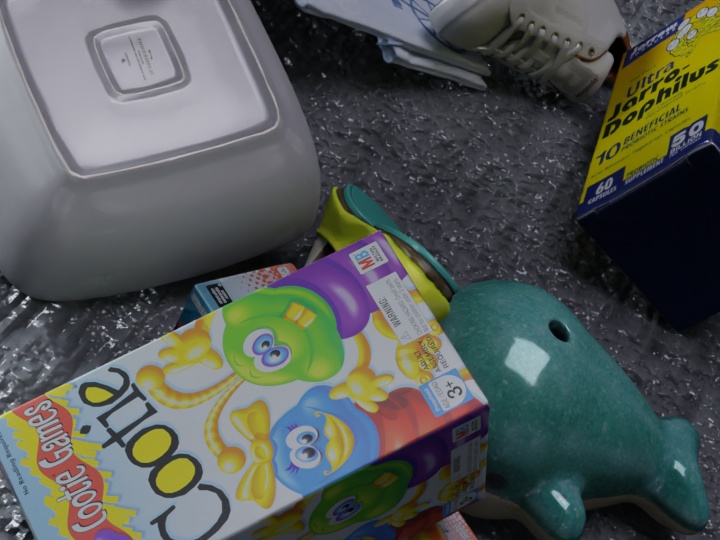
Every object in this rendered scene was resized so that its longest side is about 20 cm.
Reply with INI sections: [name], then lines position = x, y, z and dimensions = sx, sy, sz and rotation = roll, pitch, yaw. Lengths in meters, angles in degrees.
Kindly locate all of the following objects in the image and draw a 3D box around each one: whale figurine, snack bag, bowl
[whale figurine]
position = 0.114, 0.076, 1.004
dimensions = 0.198, 0.104, 0.160
rotation = 21, 41, -16
[snack bag]
position = -0.012, -0.210, 1.230
dimensions = 0.199, 0.021, 0.190
rotation = 11, 43, -49
[bowl]
position = -0.127, -0.095, 1.007
dimensions = 0.198, 0.075, 0.201
rotation = -16, 69, -24

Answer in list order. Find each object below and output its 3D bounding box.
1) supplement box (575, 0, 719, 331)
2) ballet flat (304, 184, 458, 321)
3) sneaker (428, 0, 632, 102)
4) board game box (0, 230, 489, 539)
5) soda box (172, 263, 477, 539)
[supplement box]
position = 0.228, -0.078, 1.195
dimensions = 0.110, 0.108, 0.201
rotation = 46, 37, -18
[ballet flat]
position = 0.000, 0.000, 1.017
dimensions = 0.067, 0.067, 0.200
rotation = 44, 2, -16
[sneaker]
position = 0.129, -0.160, 1.252
dimensions = 0.199, 0.073, 0.085
rotation = -8, 65, -49
[board game box]
position = -0.053, 0.087, 0.833
dimensions = 0.199, 0.103, 0.105
rotation = -26, 62, -12
[soda box]
position = -0.022, 0.094, 0.936
dimensions = 0.068, 0.064, 0.201
rotation = -12, 56, -38
